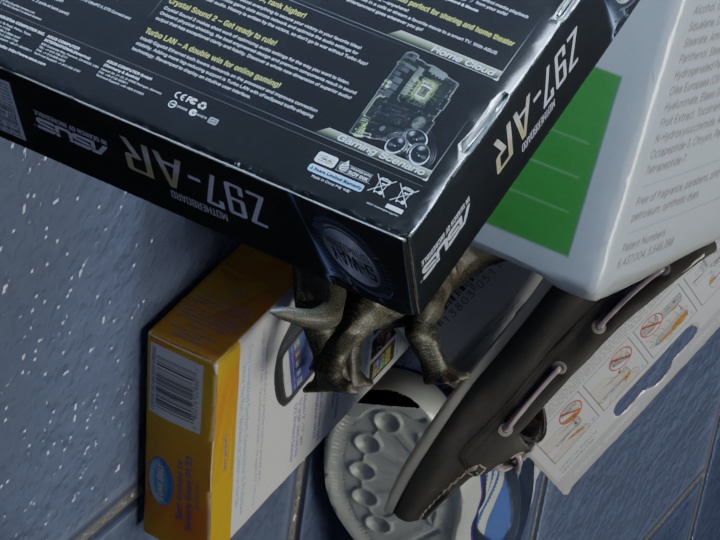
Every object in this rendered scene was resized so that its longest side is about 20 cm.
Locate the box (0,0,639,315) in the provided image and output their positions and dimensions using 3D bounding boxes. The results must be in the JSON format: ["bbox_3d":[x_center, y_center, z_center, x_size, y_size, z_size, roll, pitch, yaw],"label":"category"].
[{"bbox_3d":[-0.028,-0.090,0.907,0.160,0.200,0.044,-55,156,-28],"label":"box"}]

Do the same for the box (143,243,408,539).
[{"bbox_3d":[-0.028,0.026,1.247,0.200,0.041,0.119,-47,152,-44],"label":"box"}]

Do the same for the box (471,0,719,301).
[{"bbox_3d":[0.068,-0.114,1.105,0.200,0.199,0.171,-21,130,-61],"label":"box"}]

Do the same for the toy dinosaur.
[{"bbox_3d":[0.000,0.000,1.170,0.200,0.077,0.102,-1,87,-54],"label":"toy dinosaur"}]

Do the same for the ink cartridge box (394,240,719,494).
[{"bbox_3d":[0.111,0.011,1.352,0.161,0.050,0.200,-46,152,-2],"label":"ink cartridge box"}]

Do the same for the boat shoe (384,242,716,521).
[{"bbox_3d":[0.083,0.046,1.233,0.200,0.057,0.067,-55,175,20],"label":"boat shoe"}]

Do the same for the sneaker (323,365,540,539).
[{"bbox_3d":[0.044,0.081,1.439,0.200,0.081,0.146,75,28,-44],"label":"sneaker"}]
